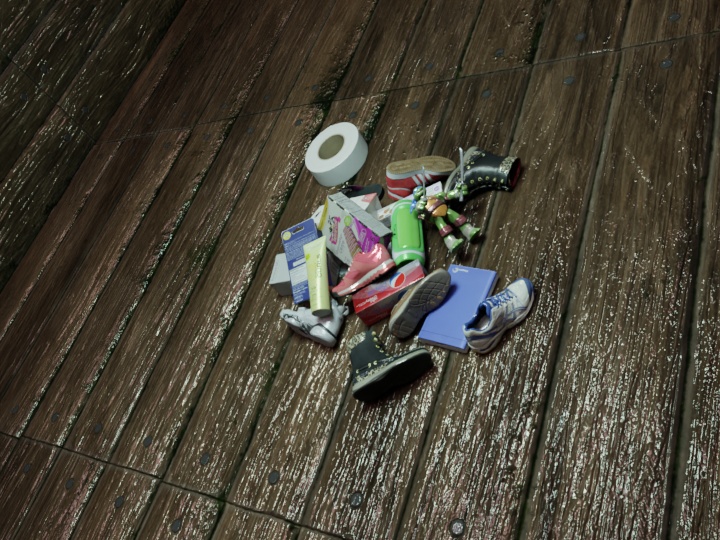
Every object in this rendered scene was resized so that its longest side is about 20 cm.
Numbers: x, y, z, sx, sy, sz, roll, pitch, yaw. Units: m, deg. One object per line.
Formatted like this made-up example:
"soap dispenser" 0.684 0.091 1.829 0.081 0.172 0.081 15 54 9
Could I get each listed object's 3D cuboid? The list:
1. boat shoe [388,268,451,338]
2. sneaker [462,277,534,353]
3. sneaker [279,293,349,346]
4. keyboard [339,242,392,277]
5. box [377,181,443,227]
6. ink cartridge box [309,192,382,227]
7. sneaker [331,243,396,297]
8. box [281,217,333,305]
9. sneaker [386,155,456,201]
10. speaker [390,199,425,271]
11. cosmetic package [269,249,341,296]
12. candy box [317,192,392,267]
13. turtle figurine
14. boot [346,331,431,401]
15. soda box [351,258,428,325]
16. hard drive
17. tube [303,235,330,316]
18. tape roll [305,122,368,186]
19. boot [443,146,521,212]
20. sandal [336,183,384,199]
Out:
"boat shoe" 0.134 0.067 1.603 0.200 0.075 0.072 -46 22 14
"sneaker" 0.303 0.087 1.472 0.201 0.088 0.075 -49 42 -9
"sneaker" -0.117 0.116 1.770 0.197 0.075 0.116 20 69 38
"keyboard" 0.028 -0.034 1.828 0.195 0.011 0.057 -19 43 23
"box" 0.139 -0.176 1.835 0.196 0.042 0.039 -24 45 20
"ink cartridge box" -0.046 -0.145 1.902 0.195 0.069 0.117 -8 30 31
"sneaker" 0.000 0.000 1.705 0.197 0.073 0.089 -30 80 27
"box" -0.143 -0.025 1.799 0.119 0.032 0.206 -21 74 29
"sneaker" 0.165 -0.246 1.863 0.193 0.115 0.072 -6 43 -7
"speaker" 0.121 -0.085 1.743 0.086 0.089 0.204 -19 48 22
"cosmetic package" -0.153 0.000 1.883 0.195 0.074 0.104 -10 53 30
"candy box" -0.021 -0.092 1.771 0.199 0.060 0.139 38 126 27
"turtle figurine" 0.209 -0.160 1.646 0.195 0.143 0.200 51 120 15
"boot" 0.058 0.194 1.569 0.200 0.074 0.156 -30 42 12
"soda box" 0.079 0.056 1.673 0.197 0.070 0.064 -29 45 14
"hard drive" 0.228 0.085 1.574 0.129 0.025 0.203 9 63 41
"tube" -0.111 0.014 1.726 0.056 0.052 0.206 -2 66 -9
"tape roll" -0.076 -0.365 2.120 0.198 0.071 0.207 -20 47 23
"boot" 0.307 -0.222 1.726 0.151 0.074 0.207 17 70 40
"sandal" -0.025 -0.224 1.985 0.196 0.048 0.077 -12 50 28
